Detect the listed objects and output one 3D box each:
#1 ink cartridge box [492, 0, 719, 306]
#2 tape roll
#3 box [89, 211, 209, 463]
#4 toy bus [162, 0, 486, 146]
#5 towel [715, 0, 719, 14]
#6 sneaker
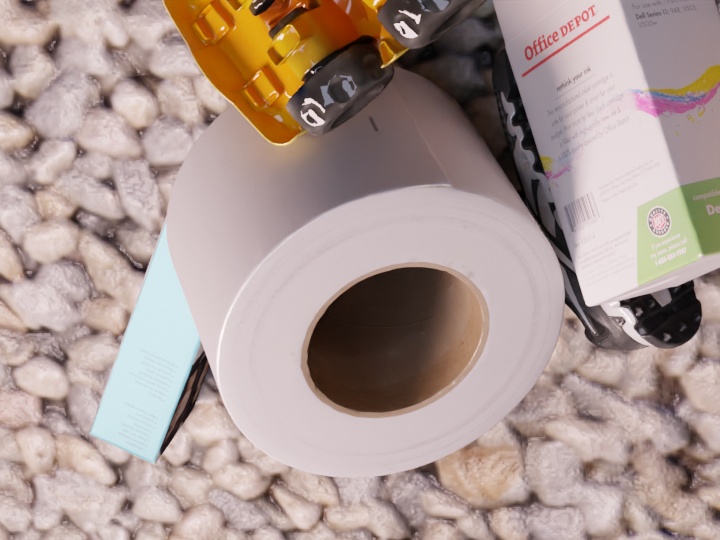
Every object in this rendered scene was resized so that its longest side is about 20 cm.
[{"bbox_3d":[0.148,-0.093,1.068,0.117,0.067,0.200,-30,75,61],"label":"ink cartridge box"},{"bbox_3d":[0.000,0.000,1.126,0.203,0.139,0.203,-10,128,-13],"label":"tape roll"},{"bbox_3d":[-0.111,0.020,1.251,0.049,0.082,0.200,25,120,4],"label":"box"},{"bbox_3d":[0.018,-0.182,1.053,0.136,0.192,0.200,52,129,4],"label":"toy bus"},{"bbox_3d":[0.204,-0.190,1.079,0.132,0.034,0.200,-18,109,23],"label":"towel"},{"bbox_3d":[0.121,-0.036,1.159,0.200,0.066,0.090,62,149,1],"label":"sneaker"}]
